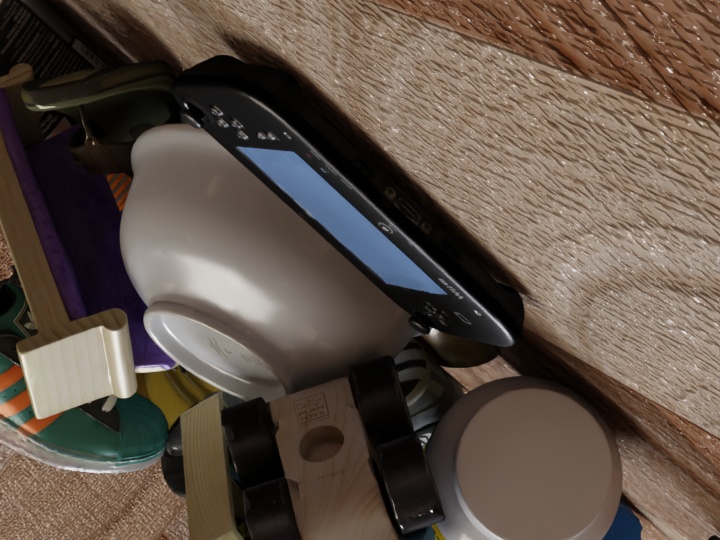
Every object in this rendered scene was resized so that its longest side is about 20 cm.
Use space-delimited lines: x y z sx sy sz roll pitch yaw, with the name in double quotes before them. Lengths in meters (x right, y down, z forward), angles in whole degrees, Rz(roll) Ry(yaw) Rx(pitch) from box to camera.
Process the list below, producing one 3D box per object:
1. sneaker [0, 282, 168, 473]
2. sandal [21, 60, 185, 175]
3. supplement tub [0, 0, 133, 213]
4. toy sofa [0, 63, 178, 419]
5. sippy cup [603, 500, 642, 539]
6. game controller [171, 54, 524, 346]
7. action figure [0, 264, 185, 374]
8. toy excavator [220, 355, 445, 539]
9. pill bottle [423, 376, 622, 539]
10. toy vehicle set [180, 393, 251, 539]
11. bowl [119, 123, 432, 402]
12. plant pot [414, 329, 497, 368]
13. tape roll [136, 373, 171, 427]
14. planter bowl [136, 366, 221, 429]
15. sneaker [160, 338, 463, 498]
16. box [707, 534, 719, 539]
"sneaker" -0.204 0.060 1.240 0.199 0.080 0.072 22 -149 -11
"sandal" -0.137 -0.083 1.189 0.201 0.079 0.058 34 -133 -76
"supplement tub" -0.198 -0.089 1.346 0.200 0.123 0.122 42 174 -21
"toy sofa" -0.180 -0.022 1.193 0.083 0.097 0.201 92 157 -58
"sippy cup" 0.131 0.196 1.471 0.177 0.141 0.130 -14 -159 -39
"game controller" -0.004 -0.030 0.958 0.200 0.042 0.104 42 174 -26
"action figure" -0.199 0.046 1.346 0.118 0.103 0.199 27 154 -35
"toy excavator" -0.004 0.136 1.129 0.195 0.099 0.201 -108 0 -50
"pill bottle" 0.089 0.121 1.156 0.112 0.113 0.200 39 171 6
"toy vehicle set" -0.037 0.178 1.137 0.200 0.026 0.125 56 -169 -31
"bowl" -0.060 0.013 1.128 0.200 0.091 0.201 25 159 10
"plant pot" 0.000 0.000 1.247 0.200 0.028 0.200 39 175 4
"tape roll" -0.074 0.065 1.428 0.202 0.202 0.037 36 139 28
"planter bowl" -0.054 0.041 1.360 0.200 0.200 0.084 37 143 25
"sneaker" -0.021 0.109 1.277 0.115 0.199 0.076 31 -137 -52
"box" 0.208 0.286 1.241 0.160 0.200 0.044 44 172 -37
